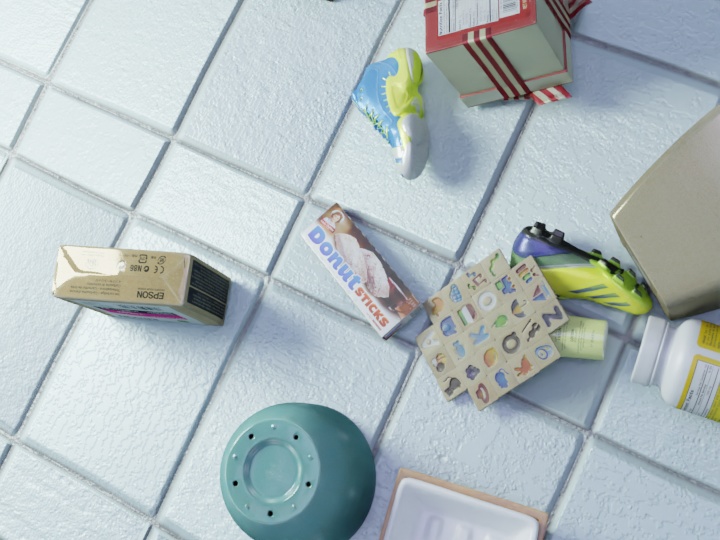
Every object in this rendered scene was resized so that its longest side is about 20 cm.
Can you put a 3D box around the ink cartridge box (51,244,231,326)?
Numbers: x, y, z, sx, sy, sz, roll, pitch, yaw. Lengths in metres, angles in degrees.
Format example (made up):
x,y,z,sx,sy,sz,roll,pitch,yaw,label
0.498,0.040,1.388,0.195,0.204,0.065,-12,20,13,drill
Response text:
x,y,z,sx,sy,sz,roll,pitch,yaw,label
-0.300,0.022,1.374,0.196,0.165,0.077,3,78,14,ink cartridge box

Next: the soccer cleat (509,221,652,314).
x,y,z,sx,sy,sz,roll,pitch,yaw,label
0.290,0.012,1.311,0.198,0.065,0.085,30,113,14,soccer cleat

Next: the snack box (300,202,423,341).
x,y,z,sx,sy,sz,roll,pitch,yaw,label
0.000,0.000,1.382,0.072,0.024,0.201,-40,67,1,snack box

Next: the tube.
x,y,z,sx,sy,sz,roll,pitch,yaw,label
0.225,0.082,1.305,0.196,0.053,0.058,7,42,20,tube

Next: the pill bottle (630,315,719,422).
x,y,z,sx,sy,sz,roll,pitch,yaw,label
0.439,0.126,1.210,0.197,0.113,0.114,18,80,16,pill bottle

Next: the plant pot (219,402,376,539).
x,y,z,sx,sy,sz,roll,pitch,yaw,label
-0.090,0.262,1.266,0.196,0.161,0.205,-3,74,11,plant pot

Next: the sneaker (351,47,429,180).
x,y,z,sx,sy,sz,roll,pitch,yaw,label
0.041,-0.218,1.419,0.103,0.076,0.204,-8,66,23,sneaker

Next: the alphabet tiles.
x,y,z,sx,sy,sz,roll,pitch,yaw,label
0.171,0.078,1.307,0.199,0.006,0.168,-36,68,19,alphabet tiles

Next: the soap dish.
x,y,z,sx,sy,sz,roll,pitch,yaw,label
0.122,0.353,1.237,0.196,0.081,0.160,14,79,16,soap dish

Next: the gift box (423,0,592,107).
x,y,z,sx,sy,sz,roll,pitch,yaw,label
0.205,-0.335,1.343,0.196,0.186,0.189,-4,72,27,gift box

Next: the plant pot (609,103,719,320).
x,y,z,sx,sy,sz,roll,pitch,yaw,label
0.423,-0.048,1.227,0.175,0.200,0.202,-32,71,13,plant pot
